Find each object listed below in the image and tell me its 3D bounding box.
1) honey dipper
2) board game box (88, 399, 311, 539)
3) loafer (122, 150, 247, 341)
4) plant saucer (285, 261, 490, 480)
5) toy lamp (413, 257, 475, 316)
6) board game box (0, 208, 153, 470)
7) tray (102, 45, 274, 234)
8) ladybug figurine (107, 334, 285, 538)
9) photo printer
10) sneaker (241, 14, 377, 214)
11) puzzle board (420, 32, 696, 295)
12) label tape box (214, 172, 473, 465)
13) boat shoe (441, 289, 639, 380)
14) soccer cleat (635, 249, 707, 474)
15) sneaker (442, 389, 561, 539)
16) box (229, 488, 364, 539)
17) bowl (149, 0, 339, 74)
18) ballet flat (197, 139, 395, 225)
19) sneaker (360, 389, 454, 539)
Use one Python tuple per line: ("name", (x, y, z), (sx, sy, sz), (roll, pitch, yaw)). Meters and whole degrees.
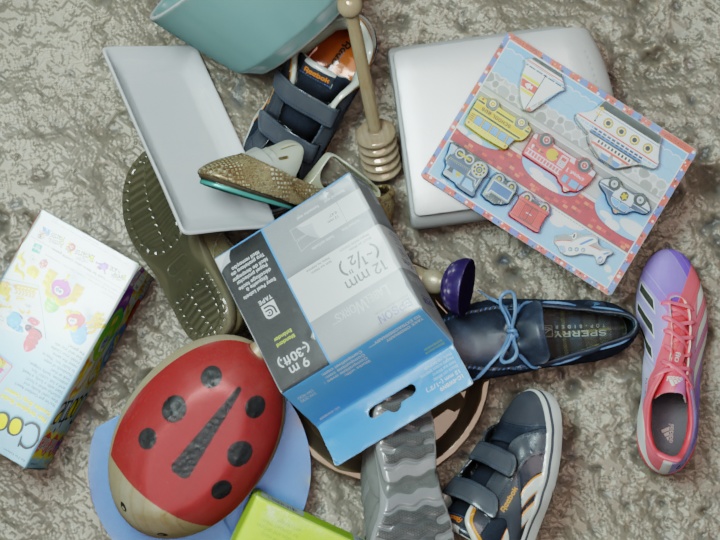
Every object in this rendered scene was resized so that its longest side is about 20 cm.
("honey dipper", (0.004, -0.161, 1.690), (0.038, 0.201, 0.038), (-6, 47, 7))
("board game box", (-0.142, 0.178, 1.725), (0.199, 0.039, 0.159), (-29, 92, 0))
("loafer", (-0.154, -0.020, 1.734), (0.076, 0.067, 0.202), (-31, 67, 23))
("plant saucer", (0.018, 0.090, 1.737), (0.198, 0.029, 0.203), (0, 83, 1))
("toy lamp", (0.000, 0.000, 1.697), (0.198, 0.058, 0.059), (12, 83, 18))
("board game box", (-0.281, 0.063, 1.706), (0.104, 0.103, 0.201), (29, 84, 4))
("tray", (-0.157, -0.115, 1.723), (0.107, 0.022, 0.201), (-5, 61, -42))
("ladybug figurine", (-0.141, 0.146, 1.659), (0.135, 0.072, 0.201), (32, 96, -6))
("photo printer", (0.132, -0.132, 1.740), (0.198, 0.069, 0.168), (-7, 84, 0))
("sneaker", (-0.052, -0.147, 1.741), (0.078, 0.079, 0.201), (27, 86, 3))
("puzzle board", (0.175, -0.094, 1.694), (0.199, 0.017, 0.152), (32, 88, 1))
("label tape box", (-0.015, 0.041, 1.631), (0.142, 0.066, 0.201), (-31, 72, 10))
("boat shoe", (0.150, 0.049, 1.702), (0.198, 0.069, 0.085), (-11, 83, -14))
("soccer cleat", (0.277, 0.080, 1.711), (0.066, 0.076, 0.203), (4, 84, 1))
("sneaker", (0.116, 0.198, 1.683), (0.079, 0.078, 0.202), (17, 84, -27))
("box", (-0.082, 0.308, 1.688), (0.121, 0.048, 0.202), (25, 91, -4))
("bowl", (-0.081, -0.251, 1.711), (0.200, 0.201, 0.105), (-42, 104, -4))
("ballet flat", (-0.052, -0.079, 1.705), (0.199, 0.070, 0.066), (18, 94, -34))
("sneaker", (0.037, 0.209, 1.664), (0.074, 0.082, 0.202), (5, 73, -12))
